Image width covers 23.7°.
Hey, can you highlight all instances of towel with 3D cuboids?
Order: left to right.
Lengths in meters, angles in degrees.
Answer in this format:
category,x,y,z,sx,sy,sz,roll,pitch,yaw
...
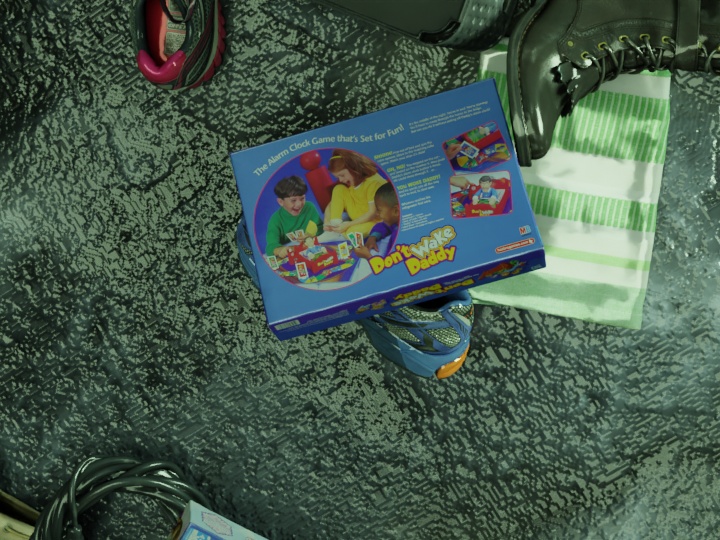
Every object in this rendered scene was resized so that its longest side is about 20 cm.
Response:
category,x,y,z,sx,sy,sz,roll,pitch,yaw
towel,0.146,-0.065,1.267,0.152,0.023,0.201,9,100,10

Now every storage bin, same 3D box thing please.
category,x,y,z,sx,sy,sz,roll,pitch,yaw
storage bin,0.017,-0.248,1.209,0.199,0.094,0.136,24,104,20

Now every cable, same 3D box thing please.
category,x,y,z,sx,sy,sz,roll,pitch,yaw
cable,-0.186,0.240,1.359,0.162,0.051,0.201,-23,103,3

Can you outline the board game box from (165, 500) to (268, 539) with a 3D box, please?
category,x,y,z,sx,sy,sz,roll,pitch,yaw
board game box,-0.095,0.308,1.333,0.199,0.041,0.201,28,103,-14

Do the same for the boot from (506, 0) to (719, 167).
category,x,y,z,sx,sy,sz,roll,pitch,yaw
boot,0.195,-0.152,1.181,0.173,0.069,0.201,7,60,14

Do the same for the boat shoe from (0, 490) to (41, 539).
category,x,y,z,sx,sy,sz,roll,pitch,yaw
boat shoe,-0.316,0.184,1.384,0.200,0.072,0.065,35,99,-1

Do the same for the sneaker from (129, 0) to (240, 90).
category,x,y,z,sx,sy,sz,roll,pitch,yaw
sneaker,-0.134,-0.235,1.275,0.080,0.075,0.201,0,98,12

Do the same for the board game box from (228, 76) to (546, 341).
category,x,y,z,sx,sy,sz,roll,pitch,yaw
board game box,0.019,-0.043,1.220,0.199,0.045,0.135,-15,71,4

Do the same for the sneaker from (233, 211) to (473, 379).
category,x,y,z,sx,sy,sz,roll,pitch,yaw
sneaker,0.000,0.000,1.272,0.199,0.076,0.079,26,135,-1
